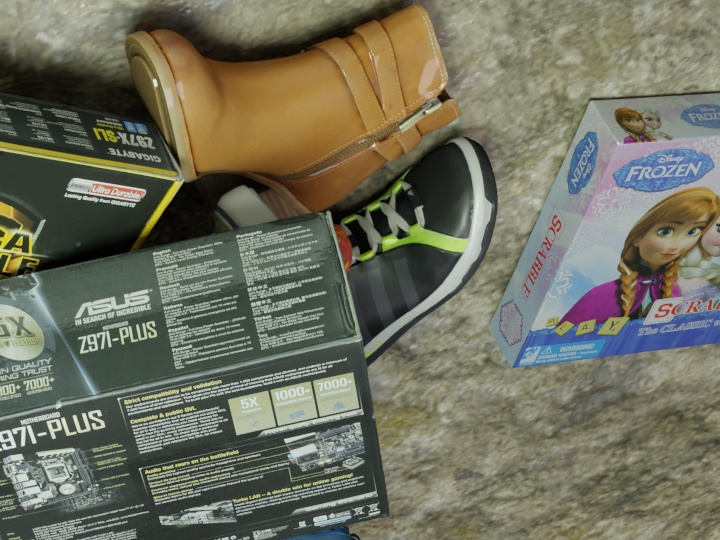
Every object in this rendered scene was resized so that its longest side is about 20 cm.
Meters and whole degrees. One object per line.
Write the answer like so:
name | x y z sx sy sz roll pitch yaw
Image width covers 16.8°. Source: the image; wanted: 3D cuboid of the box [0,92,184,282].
box | -0.211 -0.016 1.196 0.200 0.049 0.160 9 130 -40

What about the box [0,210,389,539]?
box | -0.096 0.070 1.232 0.200 0.086 0.164 -13 142 -2

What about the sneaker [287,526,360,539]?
sneaker | -0.036 0.175 1.536 0.200 0.089 0.079 -51 169 -52

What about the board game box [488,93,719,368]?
board game box | 0.203 -0.027 1.543 0.200 0.041 0.200 -6 138 -27

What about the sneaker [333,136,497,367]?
sneaker | 0.000 0.000 1.421 0.083 0.072 0.200 15 125 -40

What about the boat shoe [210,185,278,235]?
boat shoe | -0.047 0.036 1.317 0.062 0.072 0.200 -32 138 -10

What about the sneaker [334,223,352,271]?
sneaker | -0.098 0.022 1.385 0.200 0.077 0.073 -29 127 1

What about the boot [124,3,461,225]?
boot | -0.032 -0.099 1.285 0.155 0.074 0.200 -27 156 1
